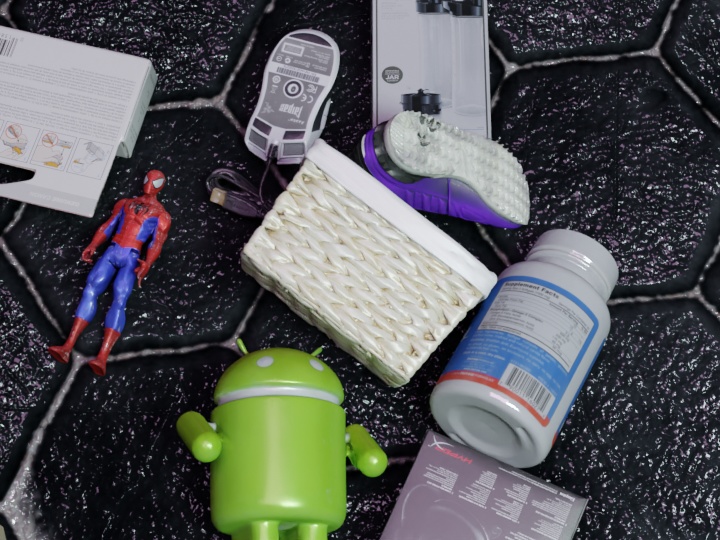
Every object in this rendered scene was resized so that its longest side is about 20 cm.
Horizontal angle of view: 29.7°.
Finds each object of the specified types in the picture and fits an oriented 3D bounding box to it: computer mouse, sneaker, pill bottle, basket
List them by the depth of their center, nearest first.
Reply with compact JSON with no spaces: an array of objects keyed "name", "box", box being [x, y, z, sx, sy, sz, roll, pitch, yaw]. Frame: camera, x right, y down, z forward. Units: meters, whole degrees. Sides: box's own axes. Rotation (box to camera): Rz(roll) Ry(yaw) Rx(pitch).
[{"name":"pill bottle","box":[0.151,0.063,1.187,0.112,0.112,0.200,27,58,11]},{"name":"basket","box":[0.000,0.000,1.197,0.200,0.136,0.123,39,81,1]},{"name":"sneaker","box":[0.068,-0.084,1.248,0.200,0.100,0.070,23,58,-38]},{"name":"computer mouse","box":[-0.070,-0.137,1.312,0.110,0.044,0.200,17,77,13]}]

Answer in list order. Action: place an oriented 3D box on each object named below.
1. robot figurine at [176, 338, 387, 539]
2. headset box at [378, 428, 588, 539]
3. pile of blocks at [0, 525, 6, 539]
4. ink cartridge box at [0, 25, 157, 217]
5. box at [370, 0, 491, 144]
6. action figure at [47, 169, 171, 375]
[{"name":"robot figurine","box":[-0.070,0.157,1.164,0.175,0.116,0.200,7,67,-20]},{"name":"headset box","box":[0.084,0.259,1.144,0.149,0.077,0.200,22,73,9]},{"name":"pile of blocks","box":[-0.369,0.300,1.150,0.082,0.062,0.200,21,72,9]},{"name":"ink cartridge box","box":[-0.320,-0.143,1.318,0.200,0.045,0.176,14,70,7]},{"name":"box","box":[0.066,-0.200,1.319,0.117,0.060,0.200,1,70,2]},{"name":"action figure","box":[-0.225,-0.005,1.266,0.065,0.052,0.200,16,69,11]}]
